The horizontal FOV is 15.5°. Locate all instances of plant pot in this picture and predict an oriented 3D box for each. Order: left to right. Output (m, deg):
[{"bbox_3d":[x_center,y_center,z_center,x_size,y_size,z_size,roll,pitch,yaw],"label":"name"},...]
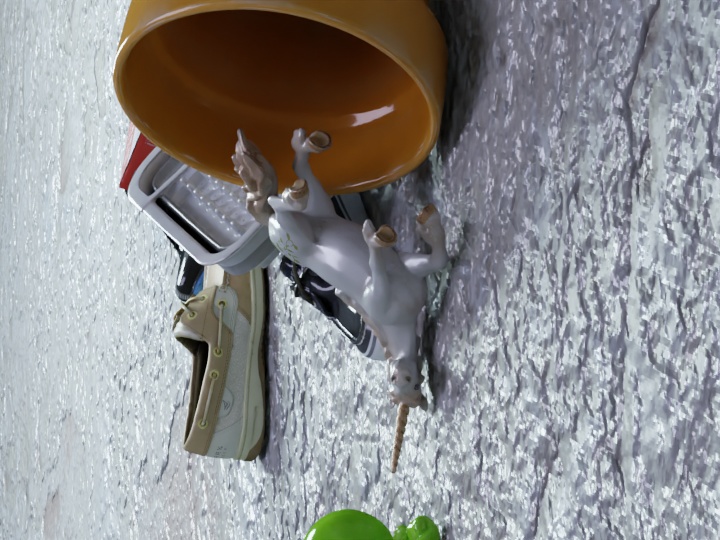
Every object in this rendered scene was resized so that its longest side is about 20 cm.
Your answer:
[{"bbox_3d":[-0.038,-0.176,1.630,0.200,0.200,0.183,119,164,-58],"label":"plant pot"}]

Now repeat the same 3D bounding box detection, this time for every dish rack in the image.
[{"bbox_3d":[-0.063,-0.077,1.785,0.172,0.044,0.200,-46,29,-3],"label":"dish rack"}]

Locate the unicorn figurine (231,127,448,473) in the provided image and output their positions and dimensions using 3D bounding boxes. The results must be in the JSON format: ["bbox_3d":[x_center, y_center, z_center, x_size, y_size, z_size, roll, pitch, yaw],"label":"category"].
[{"bbox_3d":[0.000,0.000,1.614,0.200,0.074,0.137,51,155,24],"label":"unicorn figurine"}]

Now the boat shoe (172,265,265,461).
[{"bbox_3d":[-0.112,0.048,2.051,0.074,0.066,0.200,136,133,-68],"label":"boat shoe"}]

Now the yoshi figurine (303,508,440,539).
[{"bbox_3d":[0.006,0.197,1.591,0.200,0.112,0.112,-169,96,-76],"label":"yoshi figurine"}]

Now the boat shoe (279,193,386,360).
[{"bbox_3d":[-0.022,-0.006,1.746,0.200,0.066,0.070,-111,27,-53],"label":"boat shoe"}]

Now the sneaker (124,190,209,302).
[{"bbox_3d":[-0.152,-0.050,2.168,0.071,0.083,0.200,110,155,-49],"label":"sneaker"}]

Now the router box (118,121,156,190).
[{"bbox_3d":[-0.127,-0.182,2.024,0.200,0.049,0.180,-86,18,-49],"label":"router box"}]
